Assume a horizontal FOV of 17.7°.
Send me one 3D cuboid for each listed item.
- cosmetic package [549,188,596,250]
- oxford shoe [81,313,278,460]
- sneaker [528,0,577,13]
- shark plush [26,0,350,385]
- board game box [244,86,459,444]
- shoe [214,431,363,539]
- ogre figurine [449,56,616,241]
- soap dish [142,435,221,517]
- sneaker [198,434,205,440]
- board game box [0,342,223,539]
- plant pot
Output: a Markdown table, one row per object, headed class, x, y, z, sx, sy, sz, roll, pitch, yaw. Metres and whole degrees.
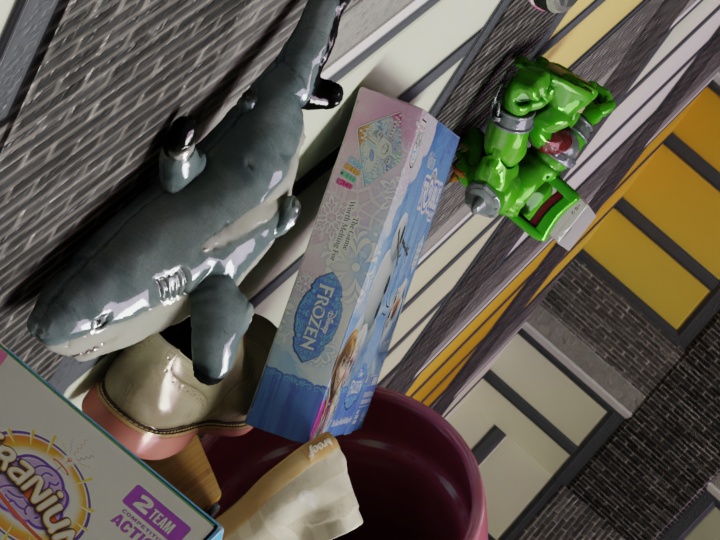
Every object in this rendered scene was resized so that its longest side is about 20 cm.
| class | x | y | z | sx | sy | sz | roll | pitch | yaw |
| --- | --- | --- | --- | --- | --- | --- | --- | --- | --- |
| cosmetic package | 0.181 | -0.067 | 2.238 | 0.051 | 0.082 | 0.200 | -52 | 173 | 4 |
| oxford shoe | -0.080 | 0.049 | 1.304 | 0.075 | 0.070 | 0.200 | -55 | 172 | 20 |
| sneaker | 0.169 | -0.215 | 1.361 | 0.200 | 0.087 | 0.074 | -54 | 171 | 37 |
| shark plush | -0.061 | -0.036 | 1.010 | 0.200 | 0.091 | 0.083 | -45 | 143 | 4 |
| board game box | 0.000 | 0.000 | 1.375 | 0.200 | 0.043 | 0.200 | 6 | 103 | -81 |
| shoe | -0.060 | 0.155 | 1.311 | 0.070 | 0.053 | 0.200 | -36 | 176 | -38 |
| ogre figurine | 0.130 | -0.094 | 1.735 | 0.120 | 0.098 | 0.200 | -62 | -178 | 10 |
| soap dish | -0.173 | 0.176 | 1.352 | 0.158 | 0.081 | 0.200 | -52 | 171 | 25 |
| sneaker | -0.076 | 0.132 | 1.576 | 0.078 | 0.086 | 0.200 | -50 | 155 | 13 |
| board game box | -0.167 | 0.114 | 0.772 | 0.200 | 0.153 | 0.040 | -45 | 166 | -27 |
| plant pot | -0.013 | 0.203 | 1.497 | 0.200 | 0.199 | 0.180 | -44 | 145 | -32 |
